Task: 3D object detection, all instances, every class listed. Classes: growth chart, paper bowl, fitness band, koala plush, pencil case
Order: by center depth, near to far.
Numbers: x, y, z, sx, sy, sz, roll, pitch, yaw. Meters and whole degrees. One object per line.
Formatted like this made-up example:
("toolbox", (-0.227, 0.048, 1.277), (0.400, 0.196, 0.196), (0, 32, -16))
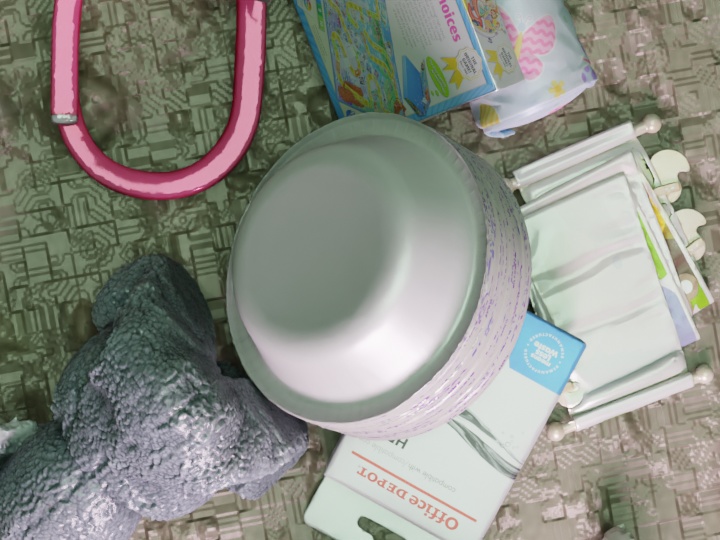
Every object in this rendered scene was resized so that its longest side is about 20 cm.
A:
("paper bowl", (0.000, 0.000, 1.195), (0.199, 0.104, 0.202), (-11, 69, 31))
("koala plush", (-0.160, 0.118, 1.210), (0.200, 0.184, 0.178), (-38, 94, 8))
("pencil case", (0.081, -0.192, 1.264), (0.090, 0.083, 0.201), (-25, 93, 13))
("fitness band", (-0.134, -0.148, 1.266), (0.142, 0.037, 0.202), (3, 91, -6))
("growth chart", (0.174, 0.003, 1.308), (0.144, 0.018, 0.202), (-15, 92, -6))

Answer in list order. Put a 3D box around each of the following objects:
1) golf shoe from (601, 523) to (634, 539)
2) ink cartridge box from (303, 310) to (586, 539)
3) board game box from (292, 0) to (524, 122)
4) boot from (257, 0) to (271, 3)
("golf shoe", (0.169, 0.277, 1.285), (0.096, 0.078, 0.202), (-10, 91, 0))
("ink cartridge box", (0.053, 0.109, 1.263), (0.115, 0.068, 0.201), (28, 91, 2))
("board game box", (0.013, -0.194, 1.238), (0.034, 0.134, 0.201), (-24, 94, -48))
("boot", (-0.091, -0.276, 1.237), (0.137, 0.077, 0.201), (21, 76, -3))
